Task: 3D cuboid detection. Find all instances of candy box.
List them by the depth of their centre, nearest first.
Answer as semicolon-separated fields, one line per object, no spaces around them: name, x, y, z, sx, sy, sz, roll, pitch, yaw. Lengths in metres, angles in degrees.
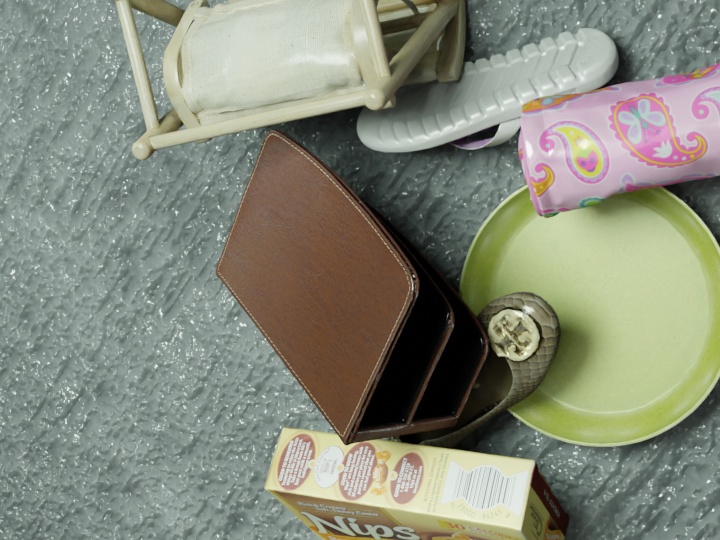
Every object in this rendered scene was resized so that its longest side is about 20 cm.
candy box;0.043;0.173;0.851;0.200;0.115;0.055;4;61;26

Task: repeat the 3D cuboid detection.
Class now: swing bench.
swing bench;-0.045;-0.172;0.825;0.199;0.200;0.130;-7;101;27

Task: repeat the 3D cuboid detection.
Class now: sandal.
sandal;0.092;-0.117;0.837;0.202;0.083;0.050;-12;132;24

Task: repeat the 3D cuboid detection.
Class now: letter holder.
letter holder;0.000;0.000;0.814;0.200;0.100;0.142;48;127;40

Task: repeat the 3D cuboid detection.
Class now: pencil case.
pencil case;0.205;-0.090;0.752;0.200;0.087;0.088;-11;90;13

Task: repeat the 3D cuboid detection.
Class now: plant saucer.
plant saucer;0.169;0.026;0.827;0.200;0.031;0.200;3;97;25

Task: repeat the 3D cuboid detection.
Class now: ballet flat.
ballet flat;0.074;0.087;0.838;0.067;0.046;0.200;53;132;13
